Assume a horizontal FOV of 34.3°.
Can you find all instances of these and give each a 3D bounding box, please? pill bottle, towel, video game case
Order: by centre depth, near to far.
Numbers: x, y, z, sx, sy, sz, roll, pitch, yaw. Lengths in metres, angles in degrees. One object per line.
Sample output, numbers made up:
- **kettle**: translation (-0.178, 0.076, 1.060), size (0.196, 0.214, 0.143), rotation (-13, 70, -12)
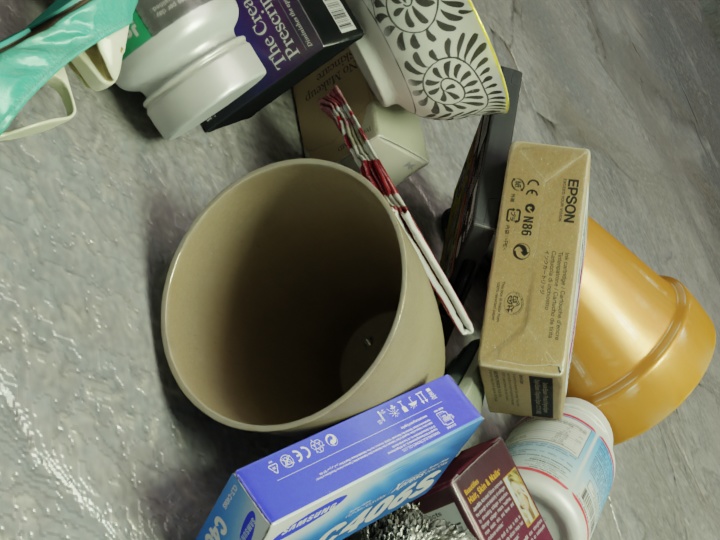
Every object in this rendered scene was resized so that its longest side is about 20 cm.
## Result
- **pill bottle**: translation (-0.162, -0.208, 0.879), size (0.201, 0.112, 0.113), rotation (57, 29, -6)
- **towel**: translation (0.027, -0.050, 0.953), size (0.145, 0.023, 0.201), rotation (57, 5, -38)
- **pill bottle**: translation (0.173, 0.193, 1.069), size (0.110, 0.108, 0.200), rotation (59, 29, -3)
- **video game case**: translation (0.107, -0.060, 1.105), size (0.025, 0.182, 0.202), rotation (15, 52, -1)

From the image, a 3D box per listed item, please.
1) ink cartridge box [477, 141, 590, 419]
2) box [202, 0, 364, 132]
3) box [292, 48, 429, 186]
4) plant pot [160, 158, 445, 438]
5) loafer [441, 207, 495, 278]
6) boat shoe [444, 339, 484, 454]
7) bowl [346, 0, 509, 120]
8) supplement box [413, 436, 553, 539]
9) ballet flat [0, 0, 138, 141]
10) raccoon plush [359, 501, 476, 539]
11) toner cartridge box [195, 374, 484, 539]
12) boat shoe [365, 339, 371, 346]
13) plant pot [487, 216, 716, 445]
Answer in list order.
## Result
- **ink cartridge box**: translation (0.156, 0.014, 1.025), size (0.165, 0.074, 0.203), rotation (61, 37, -68)
- **box**: translation (-0.111, -0.240, 0.958), size (0.202, 0.140, 0.079), rotation (60, 34, -2)
- **box**: translation (-0.008, -0.174, 1.118), size (0.077, 0.094, 0.202), rotation (23, 45, -45)
- **plant pot**: translation (-0.014, 0.047, 0.855), size (0.200, 0.185, 0.190), rotation (39, 33, -58)
- **loafer**: translation (0.172, -0.005, 1.279), size (0.200, 0.072, 0.073), rotation (43, 33, -31)
- **boat shoe**: translation (0.076, 0.103, 1.030), size (0.200, 0.061, 0.074), rotation (-43, 140, -69)
- **bowl**: translation (0.040, -0.202, 1.009), size (0.203, 0.093, 0.201), rotation (61, 1, -2)
- **supplement box**: translation (0.106, 0.252, 0.934), size (0.110, 0.085, 0.202), rotation (-22, 85, -61)
- **ballet flat**: translation (-0.201, -0.138, 0.768), size (0.200, 0.067, 0.071), rotation (-47, 118, -35)
- **raccoon plush**: translation (0.004, 0.227, 0.835), size (0.199, 0.098, 0.133), rotation (39, 37, 21)
- **toner cartridge box**: translation (-0.012, 0.140, 0.770), size (0.198, 0.096, 0.043), rotation (-19, 58, -42)
- **boat shoe**: translation (0.000, 0.000, 1.000), size (0.059, 0.071, 0.202), rotation (15, 48, -56)
- **plant pot**: translation (0.231, 0.046, 1.201), size (0.184, 0.199, 0.201), rotation (48, 31, -18)
